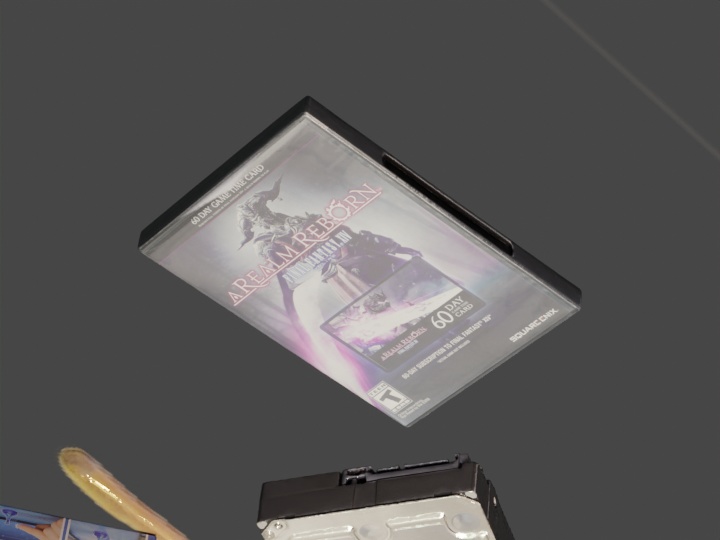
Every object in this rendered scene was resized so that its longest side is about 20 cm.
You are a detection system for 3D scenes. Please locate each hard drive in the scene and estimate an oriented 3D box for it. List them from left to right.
[{"bbox_3d":[0.033,0.196,1.586,0.139,0.038,0.200,-9,133,15],"label":"hard drive"}]

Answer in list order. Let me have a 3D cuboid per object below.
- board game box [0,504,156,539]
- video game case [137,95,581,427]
[{"bbox_3d":[-0.229,0.199,1.548,0.199,0.136,0.035,12,131,-5],"label":"board game box"},{"bbox_3d":[0.000,0.000,1.406,0.200,0.019,0.143,34,129,-26],"label":"video game case"}]
